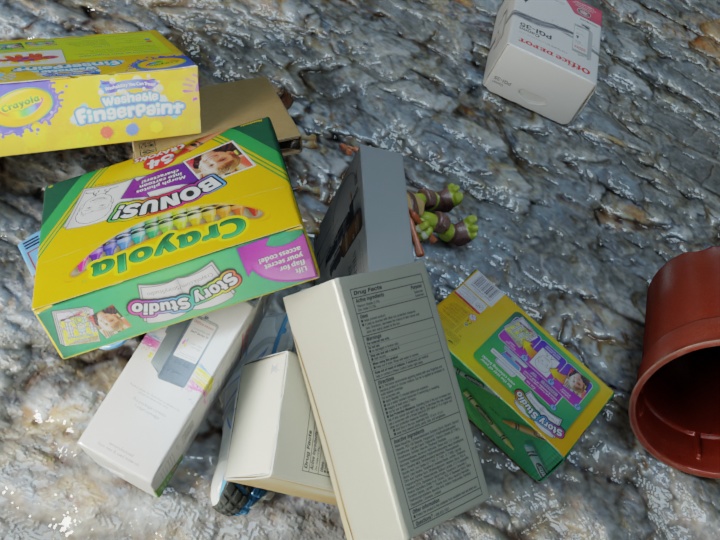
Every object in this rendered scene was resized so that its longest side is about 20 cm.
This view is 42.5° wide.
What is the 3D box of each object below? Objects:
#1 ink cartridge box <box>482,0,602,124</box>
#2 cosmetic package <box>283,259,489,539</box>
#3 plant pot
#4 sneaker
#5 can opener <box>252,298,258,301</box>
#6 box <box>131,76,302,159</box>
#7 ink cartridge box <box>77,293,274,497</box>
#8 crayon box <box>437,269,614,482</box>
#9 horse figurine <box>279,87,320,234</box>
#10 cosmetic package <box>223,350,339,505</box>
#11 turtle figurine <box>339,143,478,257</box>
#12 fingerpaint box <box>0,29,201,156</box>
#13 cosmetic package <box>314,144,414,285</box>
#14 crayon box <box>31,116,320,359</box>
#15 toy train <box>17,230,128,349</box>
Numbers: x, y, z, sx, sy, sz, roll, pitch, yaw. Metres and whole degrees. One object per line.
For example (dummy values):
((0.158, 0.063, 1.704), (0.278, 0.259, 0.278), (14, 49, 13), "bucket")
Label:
((0.271, -0.326, 1.356), (0.146, 0.083, 0.200), (23, 47, -7), "ink cartridge box")
((0.021, 0.101, 0.732), (0.103, 0.073, 0.201), (-10, 83, -43), "cosmetic package")
((0.395, 0.087, 1.018), (0.200, 0.201, 0.196), (24, 39, -5), "plant pot")
((-0.099, 0.124, 0.837), (0.086, 0.075, 0.200), (1, 54, 28), "sneaker")
((-0.178, -0.023, 0.912), (0.200, 0.067, 0.053), (42, 5, 18), "can opener")
((-0.157, -0.152, 0.963), (0.163, 0.021, 0.200), (-13, 30, -10), "box")
((-0.144, 0.078, 0.765), (0.067, 0.117, 0.200), (29, 69, 1), "ink cartridge box")
((0.152, 0.106, 0.966), (0.200, 0.058, 0.119), (43, 48, 12), "crayon box")
((-0.111, -0.109, 1.014), (0.132, 0.050, 0.201), (0, 60, -5), "horse figurine")
((-0.009, 0.147, 0.790), (0.200, 0.071, 0.106), (24, 62, -33), "cosmetic package")
((0.057, -0.065, 1.045), (0.161, 0.065, 0.200), (9, 33, -39), "turtle figurine")
((-0.279, -0.181, 0.926), (0.199, 0.074, 0.167), (-11, 29, -24), "fingerpaint box")
((0.000, 0.000, 0.917), (0.051, 0.151, 0.200), (9, 50, -16), "cosmetic package")
((-0.147, -0.033, 0.727), (0.199, 0.058, 0.173), (-18, 37, -2), "crayon box")
((-0.202, -0.015, 0.835), (0.200, 0.087, 0.114), (-30, 58, -12), "toy train")
